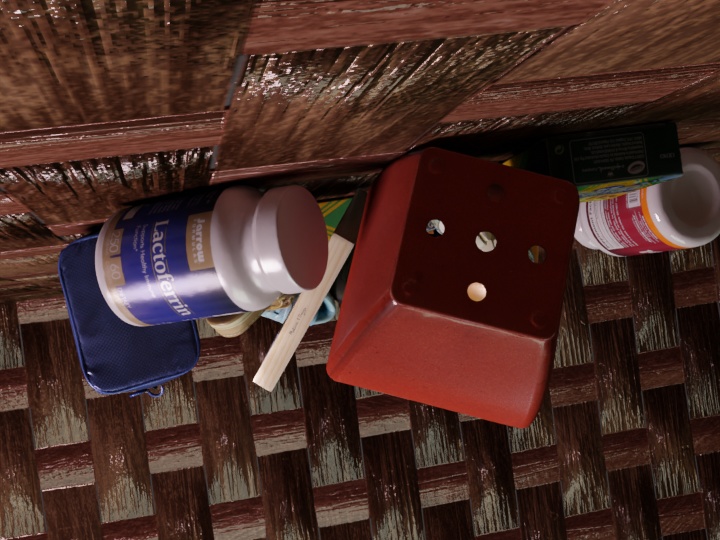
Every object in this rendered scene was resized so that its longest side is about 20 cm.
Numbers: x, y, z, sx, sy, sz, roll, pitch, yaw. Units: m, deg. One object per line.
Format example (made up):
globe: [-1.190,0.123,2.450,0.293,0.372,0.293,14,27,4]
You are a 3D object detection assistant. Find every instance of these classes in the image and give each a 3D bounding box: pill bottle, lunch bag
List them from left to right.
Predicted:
lunch bag: [-0.259,0.049,1.139,0.134,0.203,0.132,-13,-178,-11]
pill bottle: [-0.136,-0.016,0.920,0.198,0.118,0.115,-9,178,26]
pill bottle: [0.337,-0.076,1.191,0.111,0.115,0.200,-7,179,-20]

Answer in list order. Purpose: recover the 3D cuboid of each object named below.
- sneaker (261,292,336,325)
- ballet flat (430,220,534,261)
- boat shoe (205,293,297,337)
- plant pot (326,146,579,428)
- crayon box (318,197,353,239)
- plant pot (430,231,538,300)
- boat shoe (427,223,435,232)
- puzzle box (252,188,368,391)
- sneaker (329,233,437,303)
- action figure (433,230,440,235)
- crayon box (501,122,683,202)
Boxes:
sneaker: [-0.090,0.030,1.178,0.081,0.075,0.199,29,-168,26]
ballet flat: [0.128,-0.040,1.047,0.074,0.075,0.199,-8,155,38]
boat shoe: [-0.090,0.005,1.025,0.073,0.067,0.201,0,-141,31]
plant pot: [0.090,0.004,0.854,0.197,0.203,0.176,14,163,-1]
crayon box: [-0.037,-0.055,1.221,0.197,0.052,0.127,-8,178,1]
plant pot: [0.156,-0.014,1.535,0.181,0.203,0.199,9,-173,29]
boat shoe: [0.146,-0.078,1.127,0.197,0.063,0.075,-9,177,-8]
puzzle box: [-0.048,0.019,1.059,0.025,0.201,0.133,29,-154,-2]
sneaker: [0.000,0.000,1.173,0.113,0.077,0.198,-2,173,-36]
action figure: [0.123,-0.068,1.285,0.065,0.052,0.200,-35,178,28]
crayon box: [0.212,-0.096,0.969,0.124,0.052,0.200,-8,179,-6]
